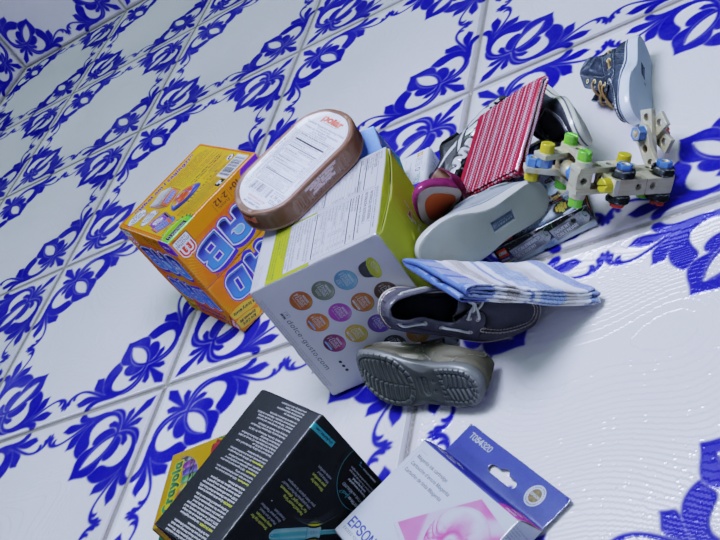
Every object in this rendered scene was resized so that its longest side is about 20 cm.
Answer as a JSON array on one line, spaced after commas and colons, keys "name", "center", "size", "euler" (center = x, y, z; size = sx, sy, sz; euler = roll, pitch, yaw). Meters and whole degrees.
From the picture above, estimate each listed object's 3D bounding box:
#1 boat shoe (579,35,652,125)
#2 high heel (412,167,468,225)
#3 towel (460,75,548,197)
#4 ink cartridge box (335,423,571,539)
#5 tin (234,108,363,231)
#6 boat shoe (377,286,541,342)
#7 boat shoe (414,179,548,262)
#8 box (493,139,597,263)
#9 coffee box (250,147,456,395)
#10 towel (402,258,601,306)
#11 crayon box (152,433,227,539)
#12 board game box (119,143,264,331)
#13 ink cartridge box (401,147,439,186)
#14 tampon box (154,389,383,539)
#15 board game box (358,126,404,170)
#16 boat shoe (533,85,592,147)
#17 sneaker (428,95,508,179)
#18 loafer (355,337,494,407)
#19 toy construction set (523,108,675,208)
[{"name": "boat shoe", "center": [0.358, -0.254, 1.526], "size": [0.090, 0.071, 0.201], "euler": [-20, 28, 30]}, {"name": "high heel", "center": [0.093, -0.110, 1.435], "size": [0.067, 0.200, 0.096], "euler": [-40, 70, 10]}, {"name": "towel", "center": [0.193, -0.175, 1.488], "size": [0.200, 0.022, 0.146], "euler": [156, 133, -70]}, {"name": "ink cartridge box", "center": [0.091, 0.260, 1.146], "size": [0.200, 0.043, 0.196], "euler": [-45, 31, -8]}, {"name": "tin", "center": [-0.082, -0.137, 1.443], "size": [0.112, 0.042, 0.200], "euler": [33, 72, 37]}, {"name": "boat shoe", "center": [0.120, 0.051, 1.289], "size": [0.198, 0.073, 0.063], "euler": [2, 2, -2]}, {"name": "boat shoe", "center": [0.147, -0.058, 1.386], "size": [0.200, 0.070, 0.071], "euler": [-28, 16, -19]}, {"name": "box", "center": [0.238, -0.101, 1.472], "size": [0.136, 0.040, 0.201], "euler": [-28, 32, 19]}, {"name": "coffee box", "center": [0.000, 0.000, 1.432], "size": [0.197, 0.200, 0.201], "euler": [-24, 32, 22]}, {"name": "towel", "center": [0.168, 0.010, 1.286], "size": [0.147, 0.199, 0.024], "euler": [33, 117, 59]}, {"name": "crayon box", "center": [-0.193, 0.282, 1.409], "size": [0.199, 0.051, 0.127], "euler": [-25, 34, 23]}, {"name": "board game box", "center": [-0.224, -0.058, 1.748], "size": [0.200, 0.200, 0.199], "euler": [-48, 32, -16]}, {"name": "ink cartridge box", "center": [0.025, -0.087, 1.675], "size": [0.199, 0.043, 0.199], "euler": [-23, 32, 24]}, {"name": "tampon box", "center": [-0.099, 0.268, 1.228], "size": [0.200, 0.150, 0.126], "euler": [-50, 33, -20]}, {"name": "board game box", "center": [-0.023, -0.139, 1.570], "size": [0.151, 0.045, 0.200], "euler": [-22, -10, 10]}, {"name": "boat shoe", "center": [0.261, -0.205, 1.480], "size": [0.062, 0.075, 0.200], "euler": [-35, 27, 5]}, {"name": "sneaker", "center": [0.165, -0.192, 1.644], "size": [0.090, 0.067, 0.201], "euler": [4, 53, 46]}, {"name": "loafer", "center": [0.081, 0.123, 1.325], "size": [0.199, 0.076, 0.070], "euler": [7, 29, 40]}, {"name": "toy construction set", "center": [0.315, -0.132, 1.351], "size": [0.199, 0.093, 0.131], "euler": [-19, 31, -17]}]
